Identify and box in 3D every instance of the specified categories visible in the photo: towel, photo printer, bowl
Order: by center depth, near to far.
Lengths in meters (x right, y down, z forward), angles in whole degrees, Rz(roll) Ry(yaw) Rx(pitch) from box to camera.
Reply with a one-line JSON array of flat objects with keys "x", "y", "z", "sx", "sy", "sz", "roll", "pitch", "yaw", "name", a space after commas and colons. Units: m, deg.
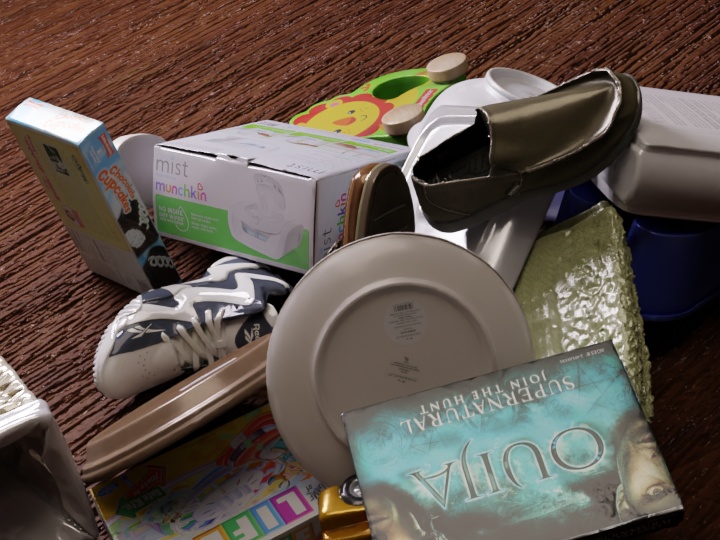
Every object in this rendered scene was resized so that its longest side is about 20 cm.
[{"x": 0.153, "y": 0.052, "z": 0.910, "sx": 0.148, "sy": 0.036, "sz": 0.202, "roll": -29, "pitch": 47, "yaw": 33, "name": "towel"}, {"x": 0.284, "y": -0.096, "z": 0.978, "sx": 0.198, "sy": 0.070, "sz": 0.167, "roll": 4, "pitch": 27, "yaw": -15, "name": "photo printer"}, {"x": 0.152, "y": -0.137, "z": 1.155, "sx": 0.199, "sy": 0.091, "sz": 0.202, "roll": 16, "pitch": 27, "yaw": -8, "name": "bowl"}]

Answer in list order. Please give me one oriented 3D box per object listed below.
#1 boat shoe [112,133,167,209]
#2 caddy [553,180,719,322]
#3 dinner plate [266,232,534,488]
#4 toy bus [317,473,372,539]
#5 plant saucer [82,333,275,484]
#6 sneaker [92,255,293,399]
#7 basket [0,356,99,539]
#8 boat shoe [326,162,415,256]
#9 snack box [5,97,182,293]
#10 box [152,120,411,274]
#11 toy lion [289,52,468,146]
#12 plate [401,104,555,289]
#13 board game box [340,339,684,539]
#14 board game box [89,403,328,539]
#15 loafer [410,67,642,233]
[{"x": -0.220, "y": -0.096, "z": 1.226, "sx": 0.092, "sy": 0.076, "sz": 0.200, "roll": 4, "pitch": -6, "yaw": 28, "name": "boat shoe"}, {"x": 0.244, "y": -0.022, "z": 1.021, "sx": 0.141, "sy": 0.106, "sz": 0.199, "roll": 29, "pitch": 33, "yaw": 33, "name": "caddy"}, {"x": 0.031, "y": 0.074, "z": 0.851, "sx": 0.198, "sy": 0.202, "sz": 0.024, "roll": -15, "pitch": 5, "yaw": -6, "name": "dinner plate"}, {"x": 0.072, "y": 0.181, "z": 0.825, "sx": 0.198, "sy": 0.066, "sz": 0.079, "roll": -10, "pitch": 38, "yaw": 2, "name": "toy bus"}, {"x": -0.133, "y": 0.102, "z": 0.923, "sx": 0.199, "sy": 0.030, "sz": 0.200, "roll": -29, "pitch": 2, "yaw": 1, "name": "plant saucer"}, {"x": -0.127, "y": 0.059, "z": 1.034, "sx": 0.198, "sy": 0.080, "sz": 0.129, "roll": -27, "pitch": 28, "yaw": -38, "name": "sneaker"}, {"x": -0.320, "y": 0.171, "z": 0.886, "sx": 0.199, "sy": 0.137, "sz": 0.123, "roll": -26, "pitch": 36, "yaw": -21, "name": "basket"}, {"x": 0.000, "y": 0.000, "z": 0.976, "sx": 0.068, "sy": 0.202, "sz": 0.072, "roll": 23, "pitch": 37, "yaw": 35, "name": "boat shoe"}, {"x": -0.254, "y": -0.066, "z": 1.137, "sx": 0.115, "sy": 0.201, "sz": 0.037, "roll": 21, "pitch": 55, "yaw": 36, "name": "snack box"}, {"x": -0.071, "y": -0.079, "z": 1.151, "sx": 0.198, "sy": 0.098, "sz": 0.176, "roll": 14, "pitch": 22, "yaw": 31, "name": "box"}, {"x": 0.012, "y": -0.172, "z": 1.344, "sx": 0.190, "sy": 0.069, "sz": 0.200, "roll": 3, "pitch": 36, "yaw": 31, "name": "toy lion"}, {"x": 0.083, "y": -0.062, "z": 1.017, "sx": 0.199, "sy": 0.032, "sz": 0.201, "roll": 11, "pitch": 73, "yaw": 53, "name": "plate"}, {"x": 0.097, "y": 0.132, "z": 0.790, "sx": 0.198, "sy": 0.028, "sz": 0.136, "roll": -16, "pitch": 53, "yaw": -2, "name": "board game box"}, {"x": -0.092, "y": 0.174, "z": 0.904, "sx": 0.199, "sy": 0.034, "sz": 0.134, "roll": -24, "pitch": 38, "yaw": -18, "name": "board game box"}, {"x": 0.123, "y": -0.096, "z": 0.914, "sx": 0.199, "sy": 0.070, "sz": 0.076, "roll": -30, "pitch": 52, "yaw": 20, "name": "loafer"}]
